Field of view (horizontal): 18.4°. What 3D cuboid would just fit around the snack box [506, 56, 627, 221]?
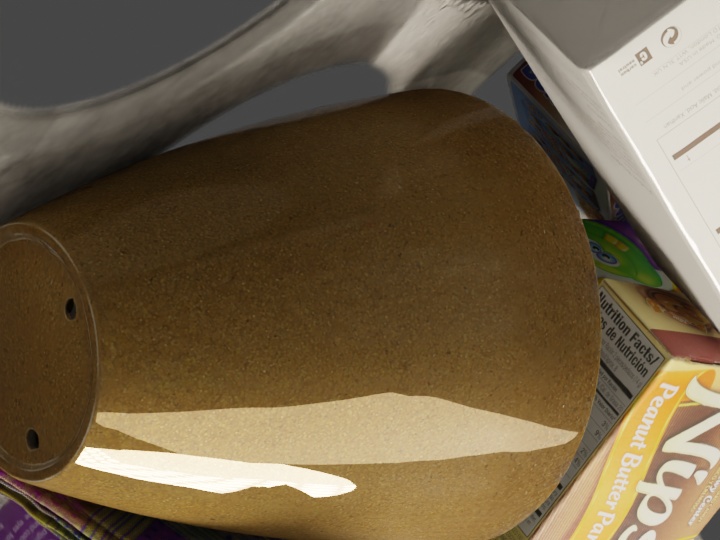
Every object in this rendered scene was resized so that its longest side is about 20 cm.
[{"bbox_3d":[0.111,-0.053,1.125,0.024,0.072,0.200,-41,166,-2],"label":"snack box"}]

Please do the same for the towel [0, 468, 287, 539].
[{"bbox_3d":[-0.070,0.099,0.886,0.023,0.200,0.144,-56,177,17],"label":"towel"}]

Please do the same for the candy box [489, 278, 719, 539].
[{"bbox_3d":[0.100,0.100,0.983,0.115,0.055,0.200,9,123,-47],"label":"candy box"}]

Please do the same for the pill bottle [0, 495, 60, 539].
[{"bbox_3d":[-0.090,0.133,0.984,0.111,0.200,0.111,-34,166,-10],"label":"pill bottle"}]

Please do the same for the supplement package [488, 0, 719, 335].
[{"bbox_3d":[0.149,-0.070,0.869,0.120,0.121,0.200,-37,129,0],"label":"supplement package"}]

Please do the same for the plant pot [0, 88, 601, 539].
[{"bbox_3d":[-0.045,0.025,0.844,0.200,0.186,0.186,-5,148,-41],"label":"plant pot"}]

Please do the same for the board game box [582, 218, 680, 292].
[{"bbox_3d":[0.081,0.043,1.043,0.200,0.103,0.105,2,128,-43],"label":"board game box"}]
